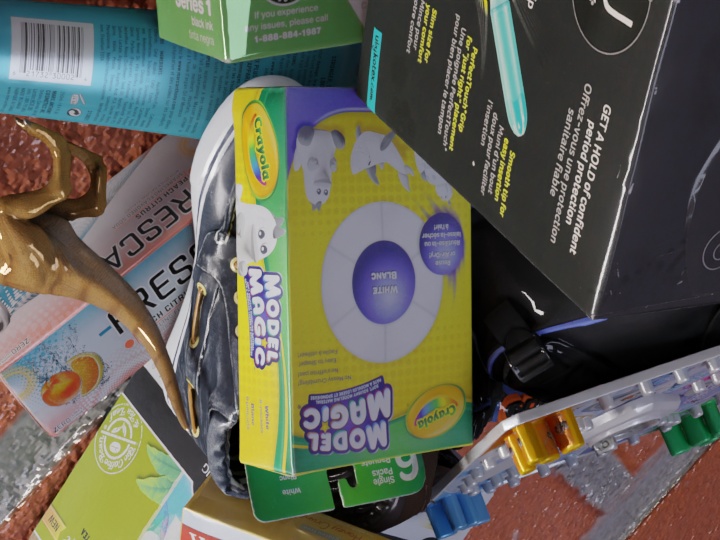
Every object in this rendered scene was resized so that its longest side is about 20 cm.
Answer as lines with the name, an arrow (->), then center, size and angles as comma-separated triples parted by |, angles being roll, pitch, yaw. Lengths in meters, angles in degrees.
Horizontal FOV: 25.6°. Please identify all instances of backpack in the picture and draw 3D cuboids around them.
backpack -> 0.148, -0.012, 0.854 | 0.181, 0.149, 0.200 | -20, 160, 13

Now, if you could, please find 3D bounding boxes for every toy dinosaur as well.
toy dinosaur -> -0.155, -0.011, 0.779 | 0.198, 0.060, 0.107 | 23, 87, -5

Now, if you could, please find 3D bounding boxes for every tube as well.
tube -> -0.091, -0.096, 0.769 | 0.198, 0.050, 0.078 | 3, 117, -24

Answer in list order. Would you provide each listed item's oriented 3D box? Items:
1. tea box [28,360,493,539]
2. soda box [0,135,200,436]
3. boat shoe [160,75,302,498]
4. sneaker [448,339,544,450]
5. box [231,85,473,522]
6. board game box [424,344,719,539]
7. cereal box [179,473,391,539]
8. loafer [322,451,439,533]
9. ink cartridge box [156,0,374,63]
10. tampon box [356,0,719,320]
tea box -> -0.062, 0.156, 0.959 | 0.199, 0.133, 0.198 | 26, 101, -47
soda box -> -0.113, -0.008, 0.841 | 0.199, 0.068, 0.064 | -39, 138, -12
boat shoe -> -0.045, 0.011, 0.783 | 0.070, 0.091, 0.202 | -2, 122, -28
sneaker -> 0.053, 0.067, 1.006 | 0.199, 0.078, 0.076 | 9, 96, -59
box -> -0.002, 0.015, 0.751 | 0.116, 0.048, 0.203 | -5, 98, -39
board game box -> 0.144, 0.088, 0.862 | 0.198, 0.026, 0.200 | -16, 163, -17
cereal box -> -0.032, 0.216, 0.831 | 0.040, 0.142, 0.202 | -48, 152, -57
loafer -> 0.017, 0.044, 0.860 | 0.071, 0.072, 0.202 | 29, 68, -58
ink cartridge box -> -0.020, -0.208, 0.709 | 0.145, 0.084, 0.202 | -13, 111, -25
tampon box -> 0.104, -0.099, 0.637 | 0.125, 0.200, 0.151 | -7, 123, -27
